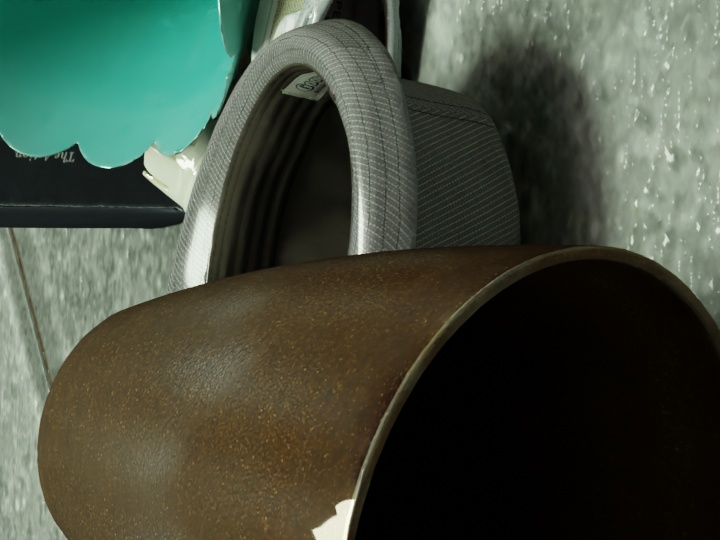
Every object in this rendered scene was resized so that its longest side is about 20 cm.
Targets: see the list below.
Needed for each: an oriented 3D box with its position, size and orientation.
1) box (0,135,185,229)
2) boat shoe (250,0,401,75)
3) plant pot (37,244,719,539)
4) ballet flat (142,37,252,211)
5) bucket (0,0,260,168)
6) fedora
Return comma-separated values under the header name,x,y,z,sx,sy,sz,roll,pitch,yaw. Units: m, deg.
name,x,y,z,sx,sy,sz,roll,pitch,yaw
box,-0.185,-0.124,1.329,0.117,0.196,0.200,171,99,-68
boat shoe,-0.017,-0.042,1.084,0.065,0.074,0.202,-170,88,-71
plant pot,-0.008,0.072,0.823,0.200,0.187,0.187,11,100,45
ballet flat,-0.078,-0.072,1.237,0.068,0.067,0.200,113,149,-43
bucket,-0.126,-0.160,1.146,0.135,0.207,0.207,-64,5,-37
fedora,0.000,0.000,0.993,0.177,0.090,0.200,59,137,50
